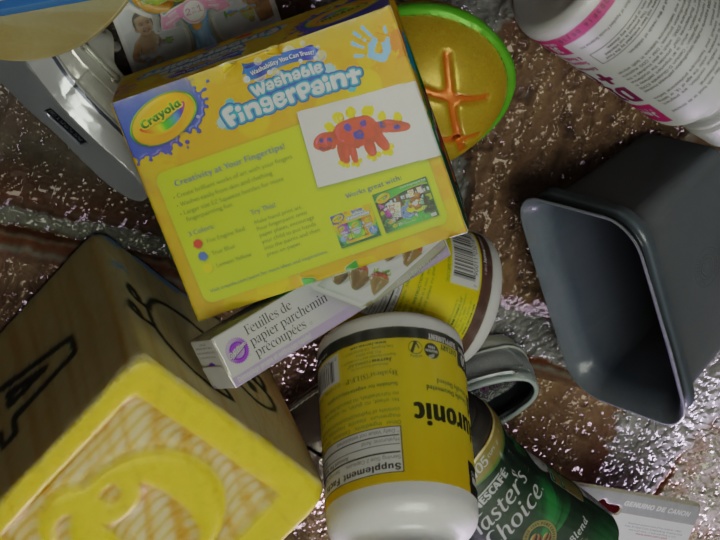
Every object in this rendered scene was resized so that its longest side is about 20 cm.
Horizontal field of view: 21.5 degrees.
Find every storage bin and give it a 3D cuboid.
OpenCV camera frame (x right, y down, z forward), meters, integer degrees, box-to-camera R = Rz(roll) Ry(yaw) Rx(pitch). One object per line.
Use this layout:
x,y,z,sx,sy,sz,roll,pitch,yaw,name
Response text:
0.224,-0.005,1.500,0.134,0.145,0.201,-39,125,-28,storage bin

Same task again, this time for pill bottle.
0.220,-0.178,1.408,0.199,0.114,0.114,29,105,-28,pill bottle
0.000,0.000,1.432,0.198,0.109,0.110,17,110,-24,pill bottle
0.027,0.141,1.358,0.110,0.202,0.112,-3,153,-1,pill bottle

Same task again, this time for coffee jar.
0.104,0.177,1.484,0.200,0.085,0.104,41,94,-25,coffee jar

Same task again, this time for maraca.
0.020,-0.123,1.382,0.199,0.108,0.137,-30,121,29,maraca

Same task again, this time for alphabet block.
-0.173,0.130,1.390,0.195,0.200,0.197,37,101,-30,alphabet block

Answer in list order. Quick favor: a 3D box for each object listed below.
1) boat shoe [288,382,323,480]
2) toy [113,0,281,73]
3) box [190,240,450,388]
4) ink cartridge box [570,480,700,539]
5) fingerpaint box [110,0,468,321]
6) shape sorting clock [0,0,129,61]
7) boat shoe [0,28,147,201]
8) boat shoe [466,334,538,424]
-0.066,0.155,1.507,0.200,0.072,0.059,-43,163,11,boat shoe
-0.122,-0.203,1.322,0.114,0.047,0.201,-22,122,-6,toy
-0.026,0.018,1.332,0.199,0.041,0.039,-31,99,-28,box
0.166,0.241,1.627,0.198,0.084,0.177,12,110,-24,ink cartridge box
-0.046,-0.080,1.296,0.198,0.073,0.168,-19,109,7,fingerpaint box
-0.224,-0.237,1.229,0.198,0.039,0.202,4,106,15,shape sorting clock
-0.199,-0.141,1.324,0.200,0.071,0.070,46,65,-21,boat shoe
0.052,0.121,1.534,0.199,0.072,0.070,-28,122,-2,boat shoe
